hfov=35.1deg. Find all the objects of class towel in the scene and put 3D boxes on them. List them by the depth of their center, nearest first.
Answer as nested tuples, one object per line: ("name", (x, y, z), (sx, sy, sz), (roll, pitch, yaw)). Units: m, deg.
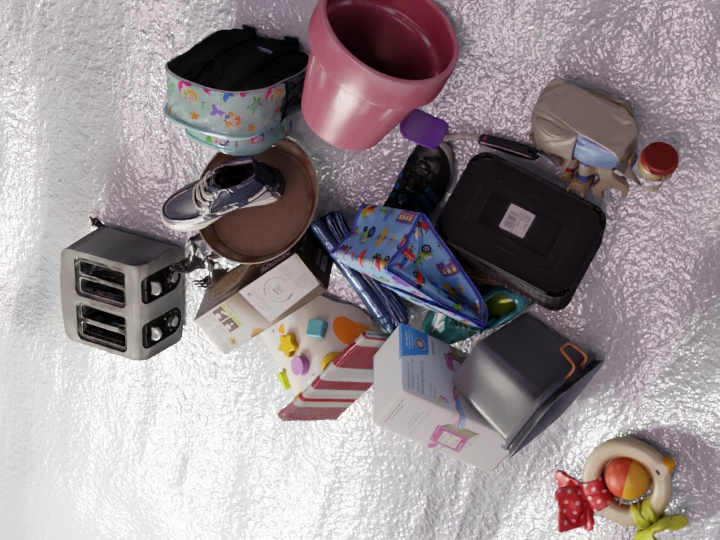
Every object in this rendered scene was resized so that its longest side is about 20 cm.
("towel", (0.000, 0.000, 1.682), (0.048, 0.112, 0.201), (-37, 95, -4))
("towel", (-0.020, 0.160, 1.718), (0.200, 0.144, 0.023), (-45, 63, 22))

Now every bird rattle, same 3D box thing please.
("bird rattle", (0.378, 0.317, 1.648), (0.199, 0.112, 0.164), (22, 109, 32))

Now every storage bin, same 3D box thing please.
("storage bin", (0.213, -0.051, 1.516), (0.199, 0.094, 0.136), (29, 83, 13))
("storage bin", (0.230, 0.141, 1.575), (0.134, 0.200, 0.146), (42, 123, 16))

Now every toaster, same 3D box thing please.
("toaster", (-0.399, 0.032, 1.886), (0.199, 0.119, 0.182), (15, 116, 21))

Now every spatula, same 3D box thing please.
("spatula", (0.149, -0.180, 1.556), (0.199, 0.057, 0.021), (15, 148, 19))

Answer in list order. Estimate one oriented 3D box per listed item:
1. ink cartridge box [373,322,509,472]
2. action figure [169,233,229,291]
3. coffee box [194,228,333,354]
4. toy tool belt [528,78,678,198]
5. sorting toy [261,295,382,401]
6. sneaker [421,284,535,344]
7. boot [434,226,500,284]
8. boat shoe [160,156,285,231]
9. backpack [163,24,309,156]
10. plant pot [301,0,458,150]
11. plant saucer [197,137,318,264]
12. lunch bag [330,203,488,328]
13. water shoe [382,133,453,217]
("ink cartridge box", (0.122, 0.182, 1.624), (0.199, 0.145, 0.085), (26, 124, -18))
("action figure", (-0.231, -0.062, 1.772), (0.119, 0.102, 0.201), (38, 125, 21))
("coffee box", (-0.144, 0.026, 1.722), (0.199, 0.115, 0.080), (-32, 112, 21))
("toy tool belt", (0.308, -0.154, 1.464), (0.199, 0.125, 0.123), (31, 160, 16))
("sorting toy", (-0.092, 0.110, 1.792), (0.180, 0.106, 0.200), (50, 126, 23))
("sneaker", (0.163, 0.059, 1.634), (0.199, 0.080, 0.078), (-29, 97, 34))
("boot", (0.174, -0.024, 1.602), (0.199, 0.074, 0.076), (3, 105, 29))
("boat shoe", (-0.215, -0.116, 1.640), (0.199, 0.093, 0.075), (-18, 72, 15))
("backpack", (-0.181, -0.250, 1.606), (0.176, 0.200, 0.152), (20, 119, 17))
("plant pot", (0.008, -0.266, 1.521), (0.200, 0.200, 0.179), (41, 139, 6))
("plant saucer", (-0.150, -0.104, 1.685), (0.199, 0.034, 0.202), (-5, 74, 18))
("lunch bag", (0.083, 0.006, 1.551), (0.200, 0.094, 0.150), (40, 167, -30))
("water shoe", (0.073, -0.096, 1.614), (0.071, 0.079, 0.201), (29, 121, 12))
